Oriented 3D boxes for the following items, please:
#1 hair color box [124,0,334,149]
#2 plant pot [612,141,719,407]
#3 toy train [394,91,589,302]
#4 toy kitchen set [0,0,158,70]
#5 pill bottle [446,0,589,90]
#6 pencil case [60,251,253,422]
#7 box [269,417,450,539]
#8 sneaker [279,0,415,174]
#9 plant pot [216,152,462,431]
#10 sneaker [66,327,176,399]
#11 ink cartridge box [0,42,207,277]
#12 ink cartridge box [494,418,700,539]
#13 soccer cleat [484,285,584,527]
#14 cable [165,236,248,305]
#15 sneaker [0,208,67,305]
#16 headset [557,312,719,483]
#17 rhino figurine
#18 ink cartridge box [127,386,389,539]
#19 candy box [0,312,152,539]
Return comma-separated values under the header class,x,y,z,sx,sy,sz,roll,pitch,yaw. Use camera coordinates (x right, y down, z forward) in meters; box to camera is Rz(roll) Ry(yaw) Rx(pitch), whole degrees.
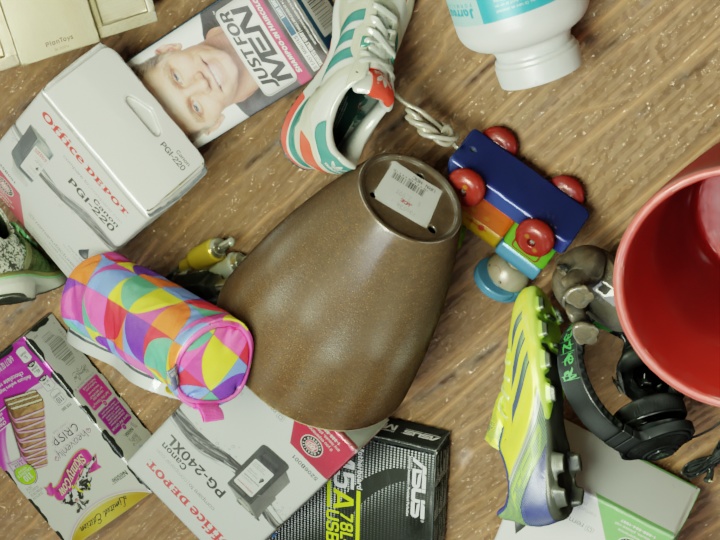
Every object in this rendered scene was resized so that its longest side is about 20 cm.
class,x,y,z,sx,sy,sz,roll,pitch,yaw
hair color box,-0.111,-0.181,1.545,0.199,0.061,0.100,-28,100,31
plant pot,0.310,-0.018,1.376,0.199,0.177,0.202,9,116,19
toy train,0.084,-0.064,1.513,0.199,0.085,0.116,36,135,4
toy kitchen set,-0.305,-0.281,1.564,0.199,0.181,0.164,-18,112,-8
pill bottle,0.112,-0.246,1.391,0.110,0.111,0.201,-12,108,27
pencil case,-0.173,0.051,1.507,0.200,0.088,0.089,29,128,47
box,-0.014,0.227,1.702,0.192,0.048,0.202,13,117,21
sneaker,0.009,-0.167,1.443,0.070,0.093,0.201,26,88,-34
plant pot,0.000,0.000,1.486,0.186,0.187,0.200,37,134,3
sneaker,-0.205,0.057,1.659,0.199,0.078,0.080,20,93,54
ink cartridge box,-0.240,-0.090,1.584,0.146,0.085,0.200,50,146,-5
ink cartridge box,0.194,0.252,1.593,0.145,0.084,0.201,26,126,13
soccer cleat,0.136,0.113,1.495,0.083,0.065,0.202,-11,76,31
cable,-0.173,0.017,1.688,0.199,0.050,0.097,-4,129,37
sneaker,-0.320,-0.019,1.641,0.076,0.200,0.089,-9,96,1
headset,0.240,0.115,1.510,0.199,0.124,0.094,29,137,-21
rhino figurine,0.242,0.035,1.465,0.199,0.088,0.060,20,121,-17
ink cartridge box,-0.096,0.157,1.633,0.145,0.083,0.200,45,119,2
candy box,-0.299,0.162,1.783,0.136,0.061,0.200,-36,97,31
